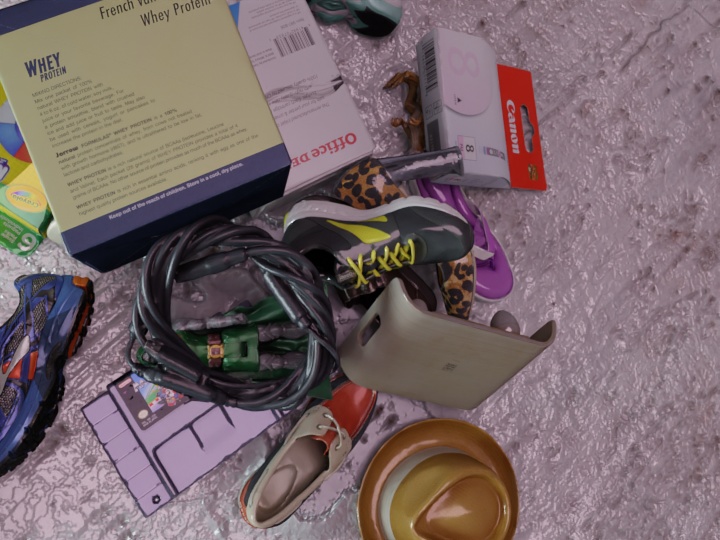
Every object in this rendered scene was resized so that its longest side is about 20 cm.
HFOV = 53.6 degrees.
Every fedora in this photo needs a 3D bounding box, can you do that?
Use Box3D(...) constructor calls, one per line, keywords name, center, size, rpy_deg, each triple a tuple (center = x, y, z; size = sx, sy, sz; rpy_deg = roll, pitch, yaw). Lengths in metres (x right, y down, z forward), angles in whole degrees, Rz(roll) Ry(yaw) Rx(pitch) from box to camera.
Box3D(name="fedora", center=(0.096, 0.257, 0.765), size=(0.195, 0.082, 0.207), rpy_deg=(3, 80, -16))

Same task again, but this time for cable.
Box3D(name="cable", center=(-0.107, 0.045, 0.651), size=(0.195, 0.051, 0.167), rpy_deg=(20, 92, -11))

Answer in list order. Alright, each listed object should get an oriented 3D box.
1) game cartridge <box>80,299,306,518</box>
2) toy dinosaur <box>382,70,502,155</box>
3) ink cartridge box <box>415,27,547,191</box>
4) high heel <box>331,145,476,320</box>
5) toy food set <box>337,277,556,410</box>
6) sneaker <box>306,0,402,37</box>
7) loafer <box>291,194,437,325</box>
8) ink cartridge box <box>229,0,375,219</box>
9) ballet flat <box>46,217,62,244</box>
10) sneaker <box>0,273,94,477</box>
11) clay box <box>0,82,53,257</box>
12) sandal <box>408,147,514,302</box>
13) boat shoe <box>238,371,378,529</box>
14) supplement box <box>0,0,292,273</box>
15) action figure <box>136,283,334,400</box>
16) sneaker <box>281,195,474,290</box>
Box3D(name="game cartridge", center=(-0.167, 0.135, 0.730), size=(0.198, 0.038, 0.132), rpy_deg=(-34, 96, -19))
Box3D(name="toy dinosaur", center=(0.083, -0.198, 0.857), size=(0.106, 0.060, 0.202), rpy_deg=(44, 59, -18))
Box3D(name="ink cartridge box", center=(0.158, -0.184, 0.843), size=(0.195, 0.057, 0.168), rpy_deg=(-1, 81, -30))
Box3D(name="high heel", center=(0.048, -0.022, 0.759), size=(0.138, 0.071, 0.206), rpy_deg=(-10, 104, -6))
Box3D(name="toy food set", center=(0.090, 0.076, 0.751), size=(0.195, 0.144, 0.062), rpy_deg=(16, 48, -22))
Box3D(name="sneaker", center=(-0.039, -0.367, 0.830), size=(0.195, 0.077, 0.144), rpy_deg=(11, 76, -25))
Box3D(name="loafer", center=(0.000, 0.000, 0.771), size=(0.199, 0.073, 0.072), rpy_deg=(40, 50, -8))
Box3D(name="ink cartridge box", center=(-0.094, -0.181, 0.773), size=(0.142, 0.084, 0.204), rpy_deg=(-26, 89, -18))
Box3D(name="ballet flat", center=(-0.212, -0.054, 0.722), size=(0.196, 0.069, 0.071), rpy_deg=(-24, 89, -18))
Box3D(name="sneaker", center=(-0.320, 0.095, 0.675), size=(0.076, 0.076, 0.205), rpy_deg=(17, 69, -5))
Box3D(name="clay box", center=(-0.325, -0.127, 0.712), size=(0.113, 0.048, 0.203), rpy_deg=(31, 73, -10))
Box3D(name="sandal", center=(0.117, -0.052, 0.837), size=(0.082, 0.050, 0.205), rpy_deg=(-33, 90, -19))
Box3D(name="boat shoe", center=(-0.048, 0.184, 0.743), size=(0.071, 0.062, 0.200), rpy_deg=(47, 70, -3))
Box3D(name="supplement box", center=(-0.189, -0.136, 0.635), size=(0.196, 0.134, 0.204), rpy_deg=(-23, 88, -12))
Box3D(name="action figure", center=(-0.122, 0.079, 0.711), size=(0.194, 0.055, 0.122), rpy_deg=(-3, 85, -14))
Box3D(name="sneaker", center=(0.012, -0.016, 0.688), size=(0.194, 0.076, 0.086), rpy_deg=(-1, 44, 17))
